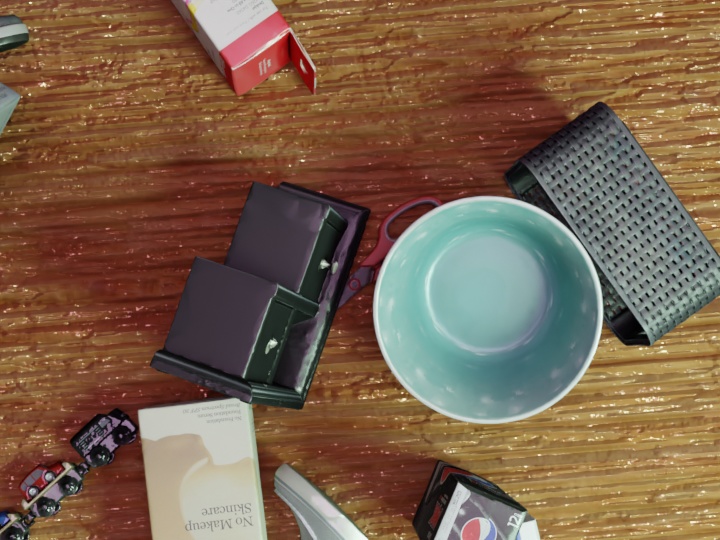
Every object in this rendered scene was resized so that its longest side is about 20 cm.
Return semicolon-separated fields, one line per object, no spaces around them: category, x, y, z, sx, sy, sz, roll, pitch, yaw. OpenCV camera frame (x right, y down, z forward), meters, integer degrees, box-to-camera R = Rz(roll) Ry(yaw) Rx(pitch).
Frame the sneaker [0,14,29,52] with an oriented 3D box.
sneaker;-0.412;-0.250;1.246;0.199;0.084;0.121;-7;96;-1

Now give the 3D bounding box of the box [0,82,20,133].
box;-0.437;-0.123;1.184;0.200;0.105;0.184;32;108;-6

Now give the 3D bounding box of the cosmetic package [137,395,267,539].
cosmetic package;-0.139;0.217;1.227;0.105;0.071;0.201;-8;87;-2

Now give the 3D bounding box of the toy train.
toy train;-0.289;0.201;1.243;0.200;0.034;0.046;-43;85;-4

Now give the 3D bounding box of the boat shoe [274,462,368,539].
boat shoe;-0.021;0.267;1.228;0.071;0.070;0.201;-41;91;-7

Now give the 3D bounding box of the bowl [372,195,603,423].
bowl;0.114;0.028;1.217;0.200;0.105;0.201;1;99;5

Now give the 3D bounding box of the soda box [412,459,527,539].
soda box;0.091;0.214;1.169;0.063;0.200;0.071;23;86;-1

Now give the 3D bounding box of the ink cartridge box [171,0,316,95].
ink cartridge box;-0.122;-0.236;1.232;0.067;0.116;0.200;-35;88;-4

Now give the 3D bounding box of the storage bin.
storage bin;0.229;-0.039;1.219;0.094;0.135;0.200;-36;88;-3

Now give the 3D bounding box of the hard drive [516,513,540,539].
hard drive;0.157;0.315;1.199;0.025;0.132;0.201;-12;87;-3

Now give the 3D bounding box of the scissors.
scissors;0.000;0.000;1.275;0.200;0.014;0.073;-28;90;-2

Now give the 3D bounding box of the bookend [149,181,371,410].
bookend;-0.080;0.011;1.172;0.092;0.199;0.201;18;85;12
